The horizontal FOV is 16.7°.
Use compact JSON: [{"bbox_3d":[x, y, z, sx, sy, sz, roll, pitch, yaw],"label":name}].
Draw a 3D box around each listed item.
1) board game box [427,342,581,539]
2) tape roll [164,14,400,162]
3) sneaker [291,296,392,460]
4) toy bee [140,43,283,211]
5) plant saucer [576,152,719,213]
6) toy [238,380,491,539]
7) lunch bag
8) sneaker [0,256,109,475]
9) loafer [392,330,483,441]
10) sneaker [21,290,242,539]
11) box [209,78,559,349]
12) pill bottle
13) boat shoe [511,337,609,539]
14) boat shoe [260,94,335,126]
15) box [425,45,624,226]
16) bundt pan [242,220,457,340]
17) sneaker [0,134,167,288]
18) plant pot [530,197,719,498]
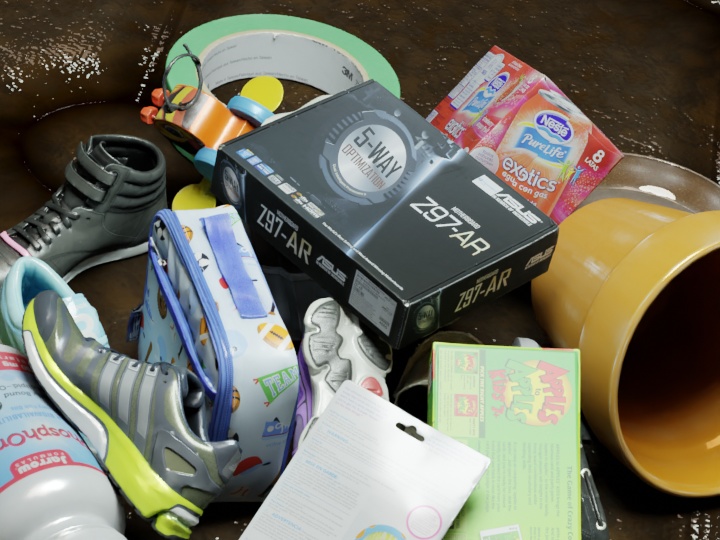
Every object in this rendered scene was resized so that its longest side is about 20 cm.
[{"bbox_3d":[0.094,0.151,1.628,0.101,0.048,0.202,3,65,-3],"label":"board game box"},{"bbox_3d":[-0.067,-0.143,2.057,0.199,0.048,0.201,6,36,-4],"label":"tape roll"},{"bbox_3d":[-0.015,0.120,1.680,0.080,0.084,0.201,11,60,-13],"label":"sneaker"},{"bbox_3d":[-0.113,-0.112,1.915,0.108,0.201,0.131,18,49,45],"label":"toy bee"},{"bbox_3d":[0.223,-0.026,1.982,0.198,0.032,0.201,6,36,-5],"label":"plant saucer"},{"bbox_3d":[-0.014,0.183,1.583,0.115,0.047,0.201,28,67,18],"label":"toy"},{"bbox_3d":[-0.103,0.052,1.696,0.075,0.161,0.201,-6,40,-20],"label":"lunch bag"},{"bbox_3d":[-0.204,0.064,1.723,0.074,0.082,0.200,-19,45,-32],"label":"sneaker"},{"bbox_3d":[0.059,0.101,1.744,0.075,0.069,0.201,13,37,5],"label":"loafer"},{"bbox_3d":[-0.148,0.083,1.604,0.081,0.074,0.200,-41,68,1],"label":"sneaker"},{"bbox_3d":[0.017,-0.043,1.739,0.160,0.044,0.200,-25,53,-37],"label":"box"},{"bbox_3d":[-0.219,0.147,1.588,0.108,0.109,0.200,-13,42,-28],"label":"pill bottle"},{"bbox_3d":[0.135,0.130,1.733,0.056,0.069,0.201,8,42,-12],"label":"boat shoe"},{"bbox_3d":[-0.024,-0.092,1.865,0.071,0.071,0.201,-1,19,22],"label":"boat shoe"},{"bbox_3d":[0.121,-0.099,1.912,0.095,0.100,0.200,42,3,-13],"label":"box"},{"bbox_3d":[0.000,0.000,1.831,0.200,0.076,0.202,-3,22,1],"label":"bundt pan"},{"bbox_3d":[-0.226,-0.044,1.847,0.199,0.100,0.071,-24,49,-35],"label":"sneaker"},{"bbox_3d":[0.220,0.036,1.784,0.199,0.202,0.183,-10,25,-24],"label":"plant pot"}]
